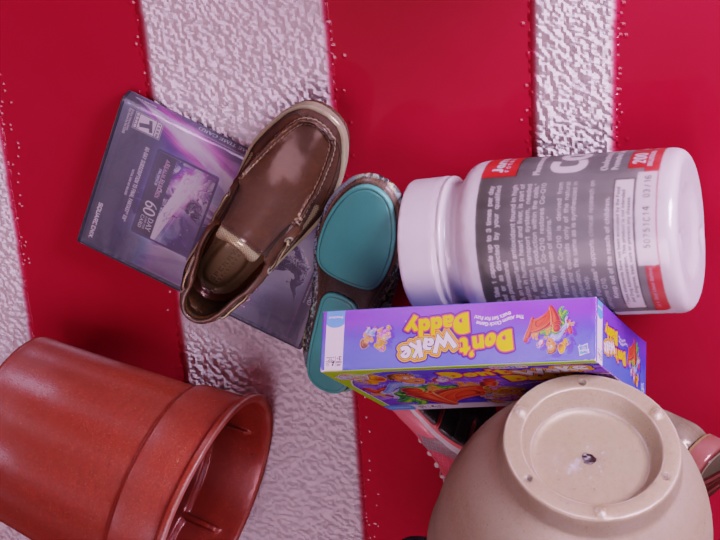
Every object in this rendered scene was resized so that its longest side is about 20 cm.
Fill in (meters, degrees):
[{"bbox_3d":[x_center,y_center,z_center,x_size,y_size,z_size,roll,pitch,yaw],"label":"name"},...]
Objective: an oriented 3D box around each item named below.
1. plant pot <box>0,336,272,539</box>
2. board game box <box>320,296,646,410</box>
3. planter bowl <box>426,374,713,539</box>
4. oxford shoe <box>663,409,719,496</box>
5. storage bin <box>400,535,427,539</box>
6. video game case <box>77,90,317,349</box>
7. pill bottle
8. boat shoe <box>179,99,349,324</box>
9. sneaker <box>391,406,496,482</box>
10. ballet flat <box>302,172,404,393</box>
[{"bbox_3d":[-0.202,0.157,1.499,0.194,0.201,0.202,21,125,15],"label":"plant pot"},{"bbox_3d":[0.089,0.061,1.323,0.199,0.045,0.134,-4,163,23],"label":"board game box"},{"bbox_3d":[0.149,0.157,1.264,0.199,0.201,0.135,16,140,10],"label":"planter bowl"},{"bbox_3d":[0.223,0.186,1.448,0.075,0.070,0.201,38,131,27],"label":"oxford shoe"},{"bbox_3d":[0.100,0.289,1.342,0.199,0.094,0.136,13,118,9],"label":"storage bin"},{"bbox_3d":[-0.111,-0.037,1.445,0.199,0.019,0.143,26,125,3],"label":"video game case"},{"bbox_3d":[0.133,-0.024,1.310,0.199,0.114,0.114,-3,119,20],"label":"pill bottle"},{"bbox_3d":[-0.073,-0.034,1.378,0.075,0.075,0.203,32,124,-2],"label":"boat shoe"},{"bbox_3d":[0.084,0.150,1.457,0.200,0.074,0.087,38,128,-5],"label":"sneaker"},{"bbox_3d":[0.000,0.000,1.398,0.074,0.074,0.201,22,127,5],"label":"ballet flat"}]
